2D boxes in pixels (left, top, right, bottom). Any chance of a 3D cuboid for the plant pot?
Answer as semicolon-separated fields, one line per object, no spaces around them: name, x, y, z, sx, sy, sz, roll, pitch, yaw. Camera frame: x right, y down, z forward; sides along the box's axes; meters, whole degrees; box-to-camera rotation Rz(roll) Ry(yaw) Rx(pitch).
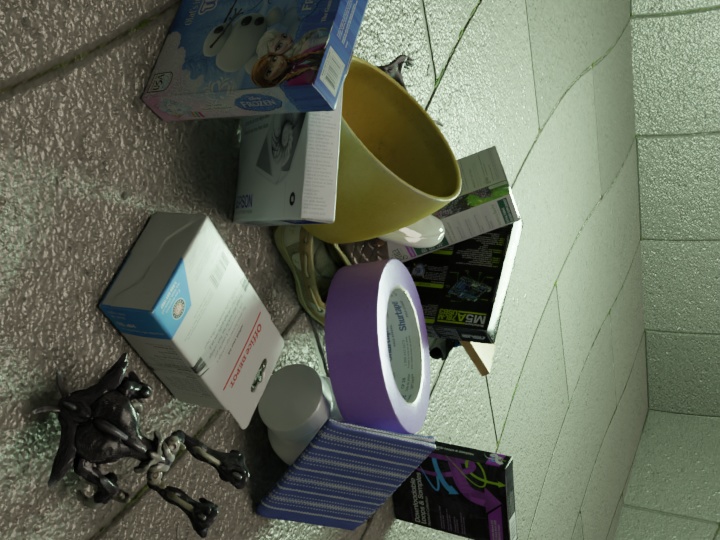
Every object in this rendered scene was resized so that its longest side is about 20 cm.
plant pot;-0.007;-0.112;0.983;0.199;0.142;0.202;33;32;-24

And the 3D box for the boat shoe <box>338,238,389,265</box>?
boat shoe;0.000;0.000;1.180;0.075;0.071;0.203;-30;103;-40

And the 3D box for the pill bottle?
pill bottle;-0.044;0.197;1.074;0.201;0.110;0.114;57;45;-50

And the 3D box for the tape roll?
tape roll;0.024;0.091;1.051;0.200;0.064;0.204;-9;90;-71

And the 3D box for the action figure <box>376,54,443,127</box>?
action figure;0.053;-0.179;1.200;0.100;0.118;0.204;2;83;-25

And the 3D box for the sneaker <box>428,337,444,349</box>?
sneaker;0.108;0.078;1.324;0.090;0.076;0.202;24;100;-38

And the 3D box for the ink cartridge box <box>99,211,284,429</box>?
ink cartridge box;-0.156;0.054;0.880;0.117;0.067;0.201;-66;147;-33

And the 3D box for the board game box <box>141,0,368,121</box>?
board game box;-0.087;-0.236;0.828;0.043;0.196;0.203;43;56;-50

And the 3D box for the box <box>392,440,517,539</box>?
box;0.137;0.332;1.357;0.036;0.197;0.145;-36;125;-50

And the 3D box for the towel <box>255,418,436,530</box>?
towel;-0.020;0.235;1.026;0.143;0.201;0.024;15;42;-26

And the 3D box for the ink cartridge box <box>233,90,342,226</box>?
ink cartridge box;-0.073;-0.147;0.895;0.040;0.199;0.204;6;88;-26

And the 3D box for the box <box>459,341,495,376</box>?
box;0.163;0.045;1.444;0.201;0.021;0.164;57;29;-20

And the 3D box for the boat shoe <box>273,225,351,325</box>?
boat shoe;-0.039;0.008;1.086;0.073;0.063;0.202;-43;134;-22

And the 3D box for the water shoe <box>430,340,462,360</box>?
water shoe;0.134;0.105;1.478;0.199;0.071;0.080;18;98;-57

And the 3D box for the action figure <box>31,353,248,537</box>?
action figure;-0.198;0.152;0.772;0.199;0.101;0.120;40;63;-28

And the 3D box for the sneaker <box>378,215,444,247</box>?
sneaker;0.029;-0.089;1.109;0.197;0.075;0.090;14;106;-28

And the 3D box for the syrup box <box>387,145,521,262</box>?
syrup box;0.110;-0.086;1.229;0.079;0.197;0.082;56;17;-51

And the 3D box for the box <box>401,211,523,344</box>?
box;0.112;-0.002;1.255;0.048;0.197;0.196;50;50;-54
